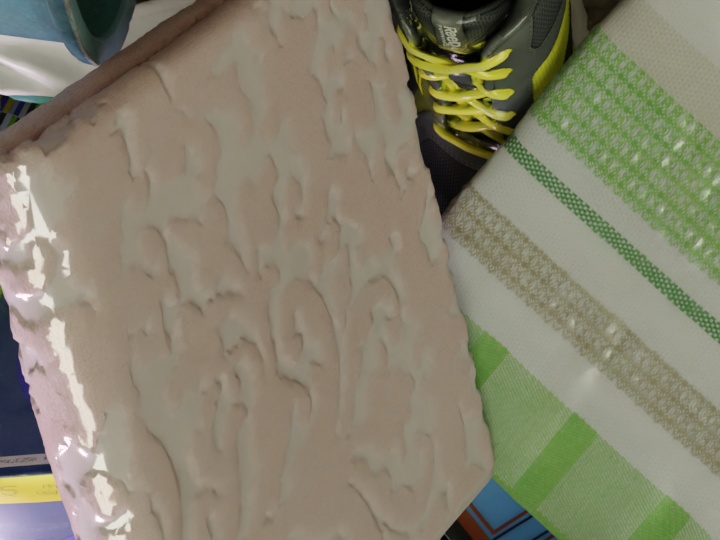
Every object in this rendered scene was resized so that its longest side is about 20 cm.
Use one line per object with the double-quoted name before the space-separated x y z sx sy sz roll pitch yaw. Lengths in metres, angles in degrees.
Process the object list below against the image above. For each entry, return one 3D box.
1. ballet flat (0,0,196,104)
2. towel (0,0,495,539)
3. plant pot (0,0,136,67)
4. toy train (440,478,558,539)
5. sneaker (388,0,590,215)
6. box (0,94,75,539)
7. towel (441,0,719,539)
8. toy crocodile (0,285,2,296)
"ballet flat" -0.125 -0.083 0.862 0.199 0.070 0.070 -1 130 -11
"towel" -0.030 0.020 0.757 0.032 0.191 0.201 0 117 30
"plant pot" -0.166 -0.157 0.717 0.195 0.201 0.201 1 130 4
"toy train" 0.066 0.117 0.957 0.114 0.087 0.200 -31 119 12
"sneaker" 0.035 -0.079 0.851 0.074 0.085 0.201 13 127 19
"box" -0.085 0.019 0.854 0.070 0.200 0.064 -4 130 -3
"towel" 0.107 0.000 0.833 0.149 0.031 0.200 44 117 7
"toy crocodile" -0.204 -0.011 0.827 0.199 0.068 0.062 13 162 13
